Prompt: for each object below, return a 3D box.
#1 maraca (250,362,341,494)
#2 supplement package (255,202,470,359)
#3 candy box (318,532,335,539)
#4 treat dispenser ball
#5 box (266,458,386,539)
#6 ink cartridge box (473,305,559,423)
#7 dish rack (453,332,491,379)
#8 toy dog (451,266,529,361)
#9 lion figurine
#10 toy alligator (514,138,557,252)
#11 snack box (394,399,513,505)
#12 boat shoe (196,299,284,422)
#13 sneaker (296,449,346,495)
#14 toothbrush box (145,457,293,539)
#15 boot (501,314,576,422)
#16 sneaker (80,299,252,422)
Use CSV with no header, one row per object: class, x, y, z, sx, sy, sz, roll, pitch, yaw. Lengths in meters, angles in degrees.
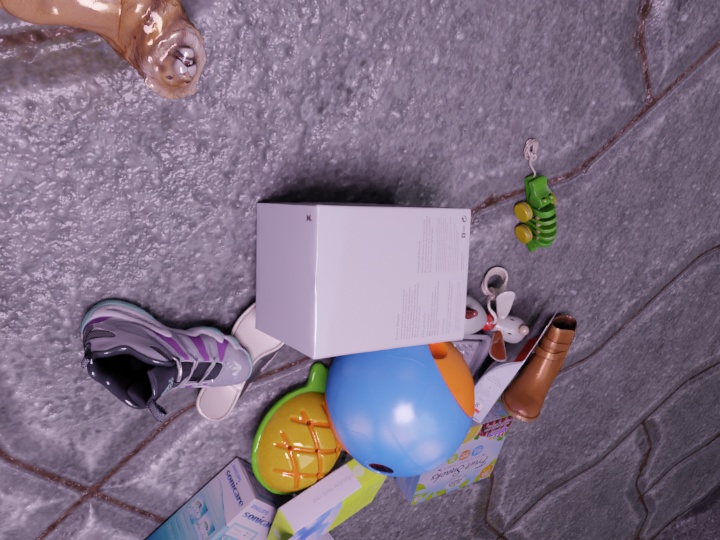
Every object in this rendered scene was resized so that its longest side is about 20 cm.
maraca,-0.073,0.225,0.849,0.200,0.107,0.137,-51,121,-20
supplement package,0.000,0.000,0.677,0.199,0.150,0.153,-2,98,-33
candy box,-0.144,0.551,1.023,0.167,0.071,0.201,-4,124,-48
treat dispenser ball,0.052,0.167,0.786,0.200,0.201,0.202,-17,129,-23
box,-0.054,0.345,0.857,0.199,0.048,0.122,-23,147,-35
ink cartridge box,0.252,0.144,0.991,0.162,0.050,0.201,-18,137,-63
dish rack,0.111,0.164,0.969,0.199,0.044,0.173,6,116,-36
toy dog,0.187,0.070,0.883,0.199,0.096,0.133,-9,96,-31
lion figurine,-0.219,-0.219,0.474,0.198,0.073,0.123,11,123,-23
toy alligator,0.269,-0.098,0.884,0.059,0.054,0.201,-27,132,-16
snack box,0.176,0.335,1.114,0.199,0.068,0.170,-5,123,-30
boat shoe,-0.143,0.100,0.755,0.067,0.057,0.201,35,95,-7
sneaker,-0.040,0.325,0.956,0.115,0.076,0.201,-41,132,0
toothbrush box,-0.204,0.400,0.893,0.200,0.085,0.147,-42,135,-4
boot,0.330,0.172,1.062,0.199,0.076,0.156,-22,138,-51
sneaker,-0.201,0.113,0.633,0.199,0.140,0.078,20,107,-28
